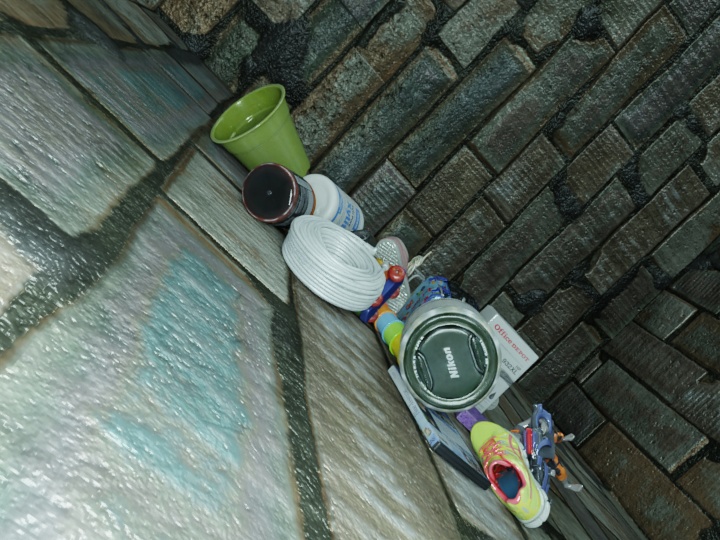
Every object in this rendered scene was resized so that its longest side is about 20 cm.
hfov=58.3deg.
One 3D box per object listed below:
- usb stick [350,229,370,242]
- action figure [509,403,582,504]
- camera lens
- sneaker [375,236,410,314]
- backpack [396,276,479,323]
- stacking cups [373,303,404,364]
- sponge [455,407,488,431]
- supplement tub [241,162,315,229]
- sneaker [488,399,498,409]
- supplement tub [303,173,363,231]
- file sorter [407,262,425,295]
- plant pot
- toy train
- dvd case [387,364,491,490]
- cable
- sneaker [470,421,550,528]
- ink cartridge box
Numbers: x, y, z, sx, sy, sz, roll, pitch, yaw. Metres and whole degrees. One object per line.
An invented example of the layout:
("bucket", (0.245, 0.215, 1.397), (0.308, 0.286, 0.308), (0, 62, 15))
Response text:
("usb stick", (-0.015, -0.048, 1.494), (0.200, 0.054, 0.033), (114, -33, -72))
("action figure", (0.349, 0.378, 1.267), (0.191, 0.203, 0.104), (27, -30, -24))
("camera lens", (0.142, 0.131, 1.055), (0.160, 0.160, 0.200), (45, 5, 1))
("sneaker", (0.081, 0.018, 1.476), (0.105, 0.074, 0.205), (-44, 127, -71))
("backpack", (0.156, 0.130, 1.307), (0.134, 0.183, 0.201), (35, 20, -14))
("stacking cups", (0.060, 0.108, 1.267), (0.060, 0.060, 0.201), (41, 9, -37))
("sponge", (0.265, 0.341, 1.323), (0.200, 0.030, 0.112), (46, 7, -6))
("supplement tub", (-0.145, -0.135, 1.221), (0.107, 0.107, 0.200), (46, 6, 7))
("sneaker", (0.284, 0.254, 1.639), (0.079, 0.077, 0.204), (149, -76, -76))
("supplement tub", (-0.081, -0.138, 1.544), (0.132, 0.132, 0.200), (48, 8, 22))
("file sorter", (0.150, 0.102, 1.619), (0.201, 0.124, 0.138), (51, 9, 37))
("plant pot", (-0.210, -0.288, 1.490), (0.191, 0.199, 0.201), (55, 0, -36))
("toy train", (0.037, -0.004, 1.269), (0.115, 0.200, 0.085), (38, -27, 14))
("dvd case", (0.122, 0.245, 1.022), (0.143, 0.018, 0.200), (44, 6, -31))
("cable", (-0.046, -0.016, 1.125), (0.198, 0.070, 0.201), (35, 21, -7))
("sneaker", (0.231, 0.315, 1.052), (0.090, 0.078, 0.201), (38, 10, -36))
("ink cartridge box", (0.272, 0.203, 1.439), (0.145, 0.200, 0.084), (44, 6, -9))
